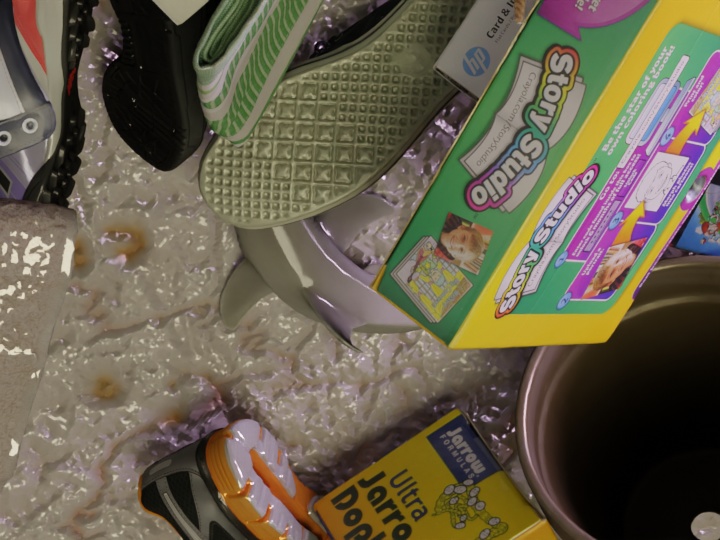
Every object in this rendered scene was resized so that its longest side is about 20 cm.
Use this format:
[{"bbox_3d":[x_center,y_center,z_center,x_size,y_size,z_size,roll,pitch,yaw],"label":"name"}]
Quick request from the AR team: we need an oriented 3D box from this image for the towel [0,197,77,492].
[{"bbox_3d":[-0.211,0.051,0.786,0.132,0.034,0.200,7,119,-27],"label":"towel"}]

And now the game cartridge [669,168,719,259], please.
[{"bbox_3d":[0.223,-0.066,1.028,0.200,0.038,0.130,14,112,-25],"label":"game cartridge"}]

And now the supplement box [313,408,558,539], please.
[{"bbox_3d":[0.073,0.201,1.083,0.109,0.109,0.200,-33,131,-4],"label":"supplement box"}]

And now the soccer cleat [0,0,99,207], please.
[{"bbox_3d":[-0.175,-0.085,0.876,0.073,0.068,0.200,14,123,1],"label":"soccer cleat"}]

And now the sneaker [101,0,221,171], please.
[{"bbox_3d":[-0.071,-0.137,0.861,0.104,0.060,0.200,-44,161,-27],"label":"sneaker"}]

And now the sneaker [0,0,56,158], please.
[{"bbox_3d":[-0.179,-0.021,0.699,0.108,0.070,0.200,2,96,-23],"label":"sneaker"}]

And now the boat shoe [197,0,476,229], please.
[{"bbox_3d":[0.004,-0.091,0.913,0.200,0.062,0.075,-39,94,0],"label":"boat shoe"}]

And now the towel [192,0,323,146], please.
[{"bbox_3d":[-0.028,-0.133,0.788,0.023,0.200,0.153,29,84,-1],"label":"towel"}]

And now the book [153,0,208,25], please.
[{"bbox_3d":[-0.124,-0.193,0.730,0.048,0.200,0.134,-39,125,12],"label":"book"}]

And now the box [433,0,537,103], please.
[{"bbox_3d":[0.138,-0.158,0.882,0.200,0.041,0.156,-58,150,12],"label":"box"}]

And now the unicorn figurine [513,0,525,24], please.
[{"bbox_3d":[0.058,-0.221,0.808,0.074,0.200,0.137,-1,130,-56],"label":"unicorn figurine"}]

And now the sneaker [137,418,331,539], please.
[{"bbox_3d":[-0.060,0.164,1.064,0.077,0.078,0.200,-16,128,18],"label":"sneaker"}]

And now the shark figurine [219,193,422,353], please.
[{"bbox_3d":[0.010,0.015,0.979,0.214,0.090,0.128,17,116,-24],"label":"shark figurine"}]

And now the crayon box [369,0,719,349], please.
[{"bbox_3d":[0.113,-0.059,0.858,0.172,0.058,0.200,3,121,-58],"label":"crayon box"}]

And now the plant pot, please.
[{"bbox_3d":[0.201,0.121,1.055,0.200,0.200,0.174,-25,145,-2],"label":"plant pot"}]
